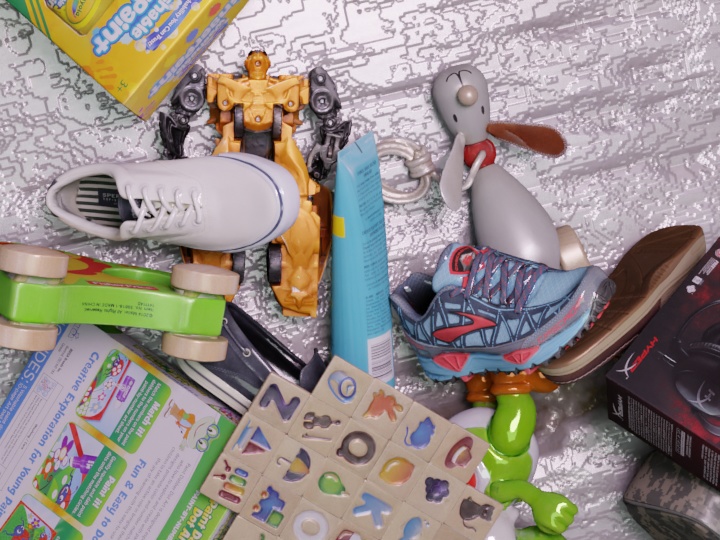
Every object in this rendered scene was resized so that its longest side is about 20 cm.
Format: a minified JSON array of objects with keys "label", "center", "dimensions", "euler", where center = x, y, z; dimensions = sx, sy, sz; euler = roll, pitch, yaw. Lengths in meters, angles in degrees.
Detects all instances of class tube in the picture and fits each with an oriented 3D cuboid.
[{"label":"tube","center":[0.000,0.000,1.116],"dimensions":[0.050,0.077,0.201],"euler":[3,108,13]}]

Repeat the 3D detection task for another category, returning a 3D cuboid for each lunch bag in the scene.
[{"label":"lunch bag","center":[0.332,0.175,1.162],"dimensions":[0.200,0.139,0.168],"euler":[41,74,-11]}]

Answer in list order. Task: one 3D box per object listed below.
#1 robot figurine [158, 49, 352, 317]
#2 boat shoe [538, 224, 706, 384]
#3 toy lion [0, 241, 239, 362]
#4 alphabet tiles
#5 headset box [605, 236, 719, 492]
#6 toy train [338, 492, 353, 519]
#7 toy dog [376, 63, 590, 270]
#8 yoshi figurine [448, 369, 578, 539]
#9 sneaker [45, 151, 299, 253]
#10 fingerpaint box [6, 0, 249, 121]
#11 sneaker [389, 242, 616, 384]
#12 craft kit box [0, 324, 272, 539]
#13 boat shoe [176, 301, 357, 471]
[{"label":"robot figurine","center":[-0.081,-0.066,1.112],"dimensions":[0.144,0.058,0.201],"euler":[1,97,-8]},{"label":"boat shoe","center":[0.208,0.039,1.128],"dimensions":[0.200,0.072,0.072],"euler":[-39,117,-38]},{"label":"toy lion","center":[-0.210,0.010,1.047],"dimensions":[0.199,0.191,0.069],"euler":[6,97,-29]},{"label":"alphabet tiles","center":[-0.005,0.163,1.051],"dimensions":[0.199,0.006,0.167],"euler":[31,93,-11]},{"label":"headset box","center":[0.301,0.092,1.061],"dimensions":[0.200,0.077,0.149],"euler":[34,71,28]},{"label":"toy train","center":[-0.021,0.203,1.113],"dimensions":[0.200,0.085,0.116],"euler":[32,106,17]},{"label":"toy dog","center":[0.107,-0.053,1.118],"dimensions":[0.132,0.096,0.200],"euler":[-43,100,-1]},{"label":"yoshi figurine","center":[0.124,0.171,1.126],"dimensions":[0.112,0.112,0.201],"euler":[-1,76,32]},{"label":"sneaker","center":[-0.137,-0.044,1.046],"dimensions":[0.199,0.071,0.073],"euler":[0,102,32]},{"label":"fingerpaint box","center":[-0.156,-0.239,1.052],"dimensions":[0.167,0.073,0.200],"euler":[42,91,7]},{"label":"sneaker","center":[0.092,0.024,1.066],"dimensions":[0.096,0.200,0.079],"euler":[54,50,-14]},{"label":"craft kit box","center":[-0.189,0.159,1.091],"dimensions":[0.197,0.048,0.201],"euler":[33,94,19]},{"label":"boat shoe","center":[-0.041,0.093,1.088],"dimensions":[0.200,0.075,0.062],"euler":[34,102,-1]}]
